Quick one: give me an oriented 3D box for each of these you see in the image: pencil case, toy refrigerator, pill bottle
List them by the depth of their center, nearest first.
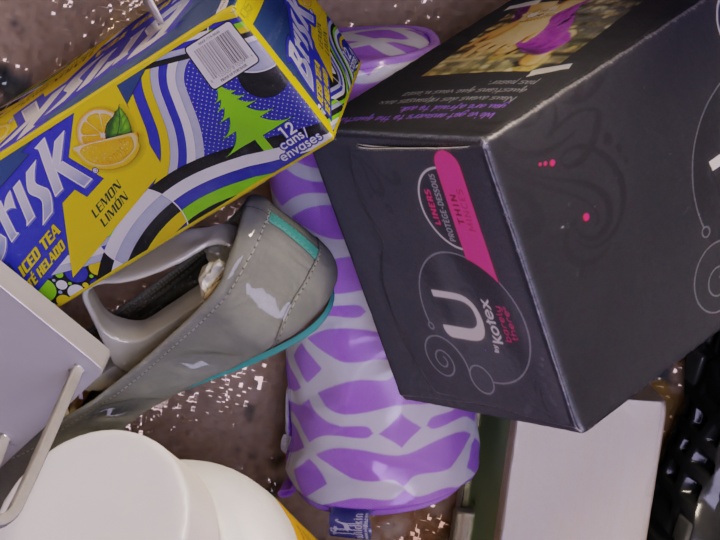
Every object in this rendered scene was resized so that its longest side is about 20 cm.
[{"bbox_3d":[-0.058,0.141,1.009,0.113,0.113,0.200,-40,141,1],"label":"pill bottle"},{"bbox_3d":[0.000,0.000,1.047,0.085,0.084,0.200,4,106,26],"label":"pencil case"},{"bbox_3d":[0.071,0.138,1.096,0.070,0.076,0.200,4,104,-13],"label":"toy refrigerator"}]

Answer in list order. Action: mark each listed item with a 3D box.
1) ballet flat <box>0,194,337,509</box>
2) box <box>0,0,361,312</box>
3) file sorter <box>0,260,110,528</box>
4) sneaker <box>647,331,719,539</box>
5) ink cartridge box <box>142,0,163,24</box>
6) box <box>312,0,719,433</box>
[{"bbox_3d":[-0.099,0.031,1.014,0.200,0.067,0.064,-32,119,24],"label":"ballet flat"},{"bbox_3d":[-0.100,-0.040,0.980,0.200,0.070,0.064,-29,111,23],"label":"box"},{"bbox_3d":[-0.217,0.076,0.954,0.139,0.125,0.200,40,119,-15],"label":"file sorter"},{"bbox_3d":[0.174,0.070,1.111,0.079,0.075,0.200,16,109,-26],"label":"sneaker"},{"bbox_3d":[-0.097,-0.199,0.954,0.068,0.115,0.200,-28,109,-3],"label":"ink cartridge box"},{"bbox_3d":[0.098,-0.043,0.994,0.200,0.106,0.122,-34,115,-31],"label":"box"}]
